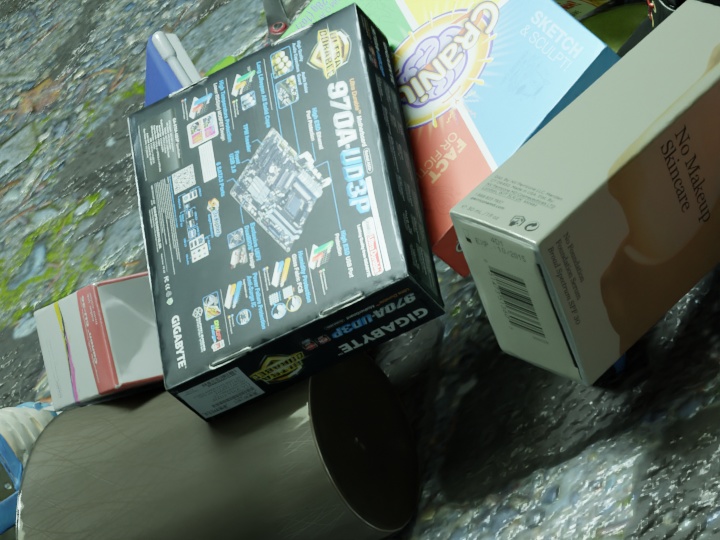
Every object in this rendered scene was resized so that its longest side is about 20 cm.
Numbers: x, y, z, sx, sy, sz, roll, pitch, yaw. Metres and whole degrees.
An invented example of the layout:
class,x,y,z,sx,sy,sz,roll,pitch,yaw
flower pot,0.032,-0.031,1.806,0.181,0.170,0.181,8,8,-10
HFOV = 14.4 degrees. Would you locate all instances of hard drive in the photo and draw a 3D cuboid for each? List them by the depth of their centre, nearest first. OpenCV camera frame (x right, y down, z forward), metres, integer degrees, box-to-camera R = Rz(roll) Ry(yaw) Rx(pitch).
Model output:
class,x,y,z,sx,sy,sz,roll,pitch,yaw
hard drive,-0.124,-0.073,2.015,0.025,0.133,0.200,-2,23,-14

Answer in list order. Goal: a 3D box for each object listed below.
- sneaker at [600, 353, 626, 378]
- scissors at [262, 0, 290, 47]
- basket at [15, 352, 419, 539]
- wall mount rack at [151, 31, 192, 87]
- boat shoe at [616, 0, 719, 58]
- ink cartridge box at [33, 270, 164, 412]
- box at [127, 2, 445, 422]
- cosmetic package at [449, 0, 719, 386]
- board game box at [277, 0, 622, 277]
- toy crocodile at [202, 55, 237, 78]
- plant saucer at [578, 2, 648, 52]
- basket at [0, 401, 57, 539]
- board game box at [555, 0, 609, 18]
class,x,y,z,sx,sy,sz,roll,pitch,yaw
sneaker,0.154,-0.031,1.614,0.089,0.079,0.201,-1,57,20
scissors,-0.043,-0.144,1.798,0.073,0.014,0.201,-11,38,16
basket,-0.078,0.126,1.642,0.199,0.136,0.181,-21,32,29
wall mount rack,-0.040,-0.121,1.829,0.199,0.075,0.174,-29,35,-11
boat shoe,0.198,-0.162,1.647,0.201,0.063,0.074,-42,27,55
ink cartridge box,-0.129,0.038,1.744,0.116,0.068,0.200,-12,-3,-21
box,-0.045,-0.034,1.602,0.158,0.046,0.201,-25,52,18
cosmetic package,0.150,-0.044,1.524,0.200,0.106,0.071,-42,39,-23
board game box,0.045,-0.113,1.648,0.153,0.040,0.200,-49,49,5
toy crocodile,-0.088,-0.096,2.052,0.062,0.067,0.200,-40,24,12
plant saucer,0.131,-0.085,1.780,0.199,0.031,0.201,-31,29,20
basket,-0.263,0.169,1.789,0.176,0.140,0.200,-24,1,33
board game box,0.153,-0.246,1.797,0.200,0.046,0.153,156,126,-69
